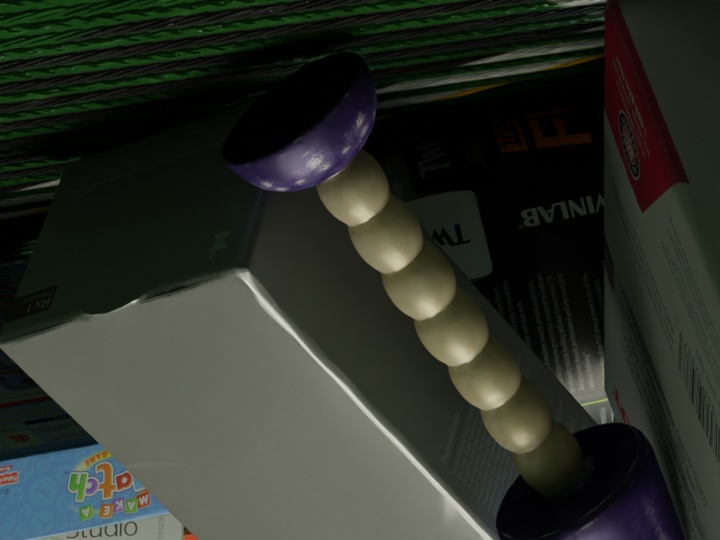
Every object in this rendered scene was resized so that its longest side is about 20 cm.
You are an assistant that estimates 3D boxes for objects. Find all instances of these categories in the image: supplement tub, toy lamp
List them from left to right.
[{"bbox_3d":[0.035,0.027,0.914,0.058,0.200,0.058,-31,-157,15],"label":"toy lamp"},{"bbox_3d":[0.077,0.001,1.100,0.199,0.123,0.123,-13,174,-1],"label":"supplement tub"}]

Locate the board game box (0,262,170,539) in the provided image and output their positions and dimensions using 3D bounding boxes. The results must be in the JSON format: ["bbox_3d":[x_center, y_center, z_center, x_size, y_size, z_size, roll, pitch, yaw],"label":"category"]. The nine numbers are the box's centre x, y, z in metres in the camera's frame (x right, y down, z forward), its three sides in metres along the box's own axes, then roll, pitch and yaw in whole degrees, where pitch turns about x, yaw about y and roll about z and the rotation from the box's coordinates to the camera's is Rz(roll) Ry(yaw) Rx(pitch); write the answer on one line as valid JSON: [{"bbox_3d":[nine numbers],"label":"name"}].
[{"bbox_3d":[-0.138,0.046,1.105,0.151,0.037,0.200,-9,-159,-33],"label":"board game box"}]

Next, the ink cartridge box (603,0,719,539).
[{"bbox_3d":[0.133,0.025,0.933,0.083,0.146,0.200,-14,142,-5],"label":"ink cartridge box"}]

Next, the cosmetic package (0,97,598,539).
[{"bbox_3d":[-0.013,0.042,0.988,0.106,0.090,0.200,-14,129,33],"label":"cosmetic package"}]

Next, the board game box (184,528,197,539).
[{"bbox_3d":[-0.184,0.176,1.472,0.199,0.201,0.200,24,-177,13],"label":"board game box"}]

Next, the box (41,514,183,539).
[{"bbox_3d":[-0.154,0.065,1.165,0.143,0.037,0.200,-1,-164,-13],"label":"box"}]
